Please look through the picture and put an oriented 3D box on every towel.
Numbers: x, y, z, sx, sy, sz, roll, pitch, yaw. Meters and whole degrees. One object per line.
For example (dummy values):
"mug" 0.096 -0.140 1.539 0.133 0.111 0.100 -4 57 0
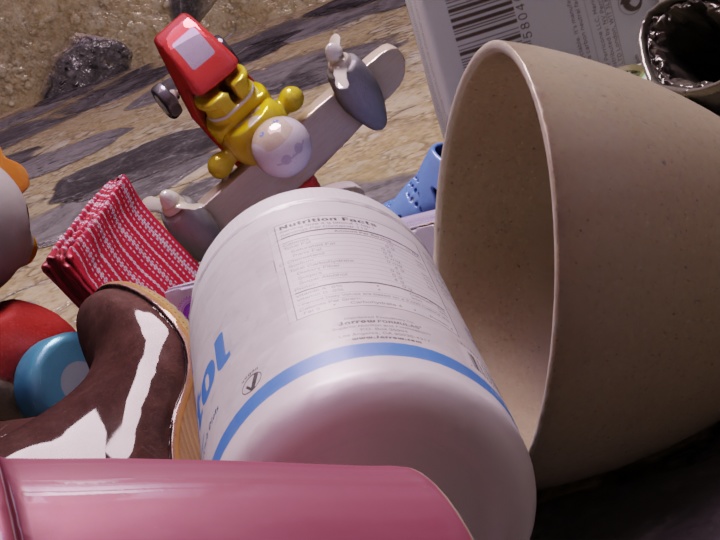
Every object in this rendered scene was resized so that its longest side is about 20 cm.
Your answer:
"towel" -0.134 0.014 0.890 0.022 0.145 0.200 -38 14 12

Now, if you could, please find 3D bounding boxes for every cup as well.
"cup" 0.124 0.000 0.619 0.141 0.203 0.200 1 14 -11

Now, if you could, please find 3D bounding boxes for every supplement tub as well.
"supplement tub" -0.008 0.058 0.594 0.131 0.133 0.200 -20 26 -1

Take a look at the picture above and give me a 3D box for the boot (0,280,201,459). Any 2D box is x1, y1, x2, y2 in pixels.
"boot" -0.149 0.082 0.664 0.165 0.073 0.200 -8 43 -33

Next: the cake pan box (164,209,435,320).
"cake pan box" 0.000 0.000 0.857 0.198 0.053 0.184 -13 2 25

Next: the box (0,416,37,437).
"box" -0.241 0.140 0.747 0.198 0.076 0.100 -12 19 29

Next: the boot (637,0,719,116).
"boot" 0.222 -0.076 0.698 0.198 0.073 0.182 20 6 -18

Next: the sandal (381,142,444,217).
"sandal" 0.067 -0.054 0.968 0.198 0.088 0.080 -11 21 32

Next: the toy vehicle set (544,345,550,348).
"toy vehicle set" 0.118 0.028 0.764 0.198 0.027 0.124 -15 18 15

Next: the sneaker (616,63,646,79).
"sneaker" 0.183 -0.115 1.029 0.088 0.078 0.199 9 23 36

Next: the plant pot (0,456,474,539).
"plant pot" -0.055 0.137 0.387 0.177 0.203 0.200 -8 13 -19

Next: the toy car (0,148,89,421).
"toy car" -0.243 0.002 0.851 0.176 0.202 0.184 19 -21 -33

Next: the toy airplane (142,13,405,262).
"toy airplane" -0.066 -0.084 1.029 0.197 0.203 0.141 5 6 -19

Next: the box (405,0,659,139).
"box" 0.148 -0.215 1.171 0.198 0.201 0.171 -18 17 0
